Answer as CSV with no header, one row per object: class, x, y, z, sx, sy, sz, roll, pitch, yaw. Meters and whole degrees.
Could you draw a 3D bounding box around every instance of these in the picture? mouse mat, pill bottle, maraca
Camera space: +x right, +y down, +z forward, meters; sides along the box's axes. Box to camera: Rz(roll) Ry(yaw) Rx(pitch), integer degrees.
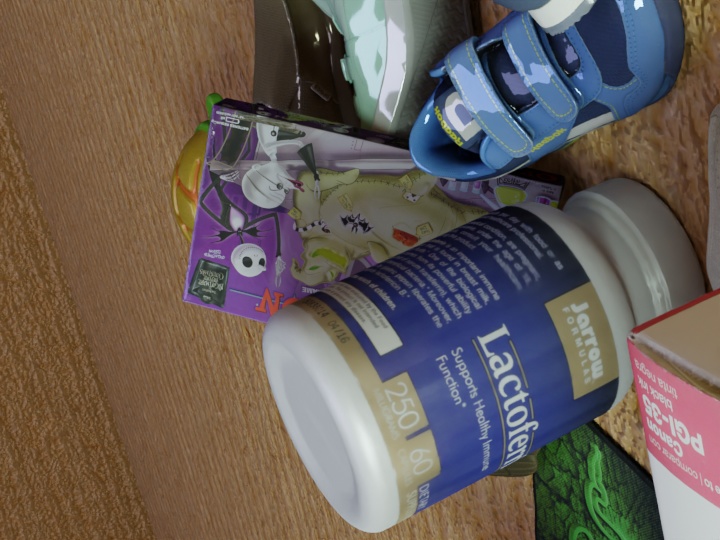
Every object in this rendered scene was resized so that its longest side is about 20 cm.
mouse mat,0.156,0.175,0.885,0.161,0.008,0.201,46,154,48
pill bottle,0.062,0.035,0.668,0.116,0.199,0.116,54,159,31
maraca,-0.104,-0.071,1.156,0.137,0.107,0.200,55,160,12

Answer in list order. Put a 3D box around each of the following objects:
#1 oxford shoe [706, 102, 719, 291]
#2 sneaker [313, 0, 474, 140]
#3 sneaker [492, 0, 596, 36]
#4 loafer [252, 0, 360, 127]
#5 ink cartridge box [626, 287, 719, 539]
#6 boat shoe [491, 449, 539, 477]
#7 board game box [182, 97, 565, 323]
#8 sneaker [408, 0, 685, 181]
oxford shoe,0.181,0.022,0.546,0.074,0.071,0.201,-151,50,-69
sneaker,0.011,-0.135,0.802,0.118,0.074,0.201,35,135,46
sneaker,0.047,-0.166,0.608,0.082,0.070,0.200,30,-172,-23
loafer,-0.047,-0.141,0.973,0.076,0.067,0.201,10,122,68
ink cartridge box,0.186,0.094,0.475,0.083,0.146,0.201,35,144,60
boat shoe,0.086,0.092,0.888,0.200,0.072,0.068,95,-176,-71
board game box,0.004,-0.016,0.765,0.032,0.199,0.121,-55,-23,-67
sneaker,0.084,-0.090,0.647,0.074,0.082,0.200,65,159,9
